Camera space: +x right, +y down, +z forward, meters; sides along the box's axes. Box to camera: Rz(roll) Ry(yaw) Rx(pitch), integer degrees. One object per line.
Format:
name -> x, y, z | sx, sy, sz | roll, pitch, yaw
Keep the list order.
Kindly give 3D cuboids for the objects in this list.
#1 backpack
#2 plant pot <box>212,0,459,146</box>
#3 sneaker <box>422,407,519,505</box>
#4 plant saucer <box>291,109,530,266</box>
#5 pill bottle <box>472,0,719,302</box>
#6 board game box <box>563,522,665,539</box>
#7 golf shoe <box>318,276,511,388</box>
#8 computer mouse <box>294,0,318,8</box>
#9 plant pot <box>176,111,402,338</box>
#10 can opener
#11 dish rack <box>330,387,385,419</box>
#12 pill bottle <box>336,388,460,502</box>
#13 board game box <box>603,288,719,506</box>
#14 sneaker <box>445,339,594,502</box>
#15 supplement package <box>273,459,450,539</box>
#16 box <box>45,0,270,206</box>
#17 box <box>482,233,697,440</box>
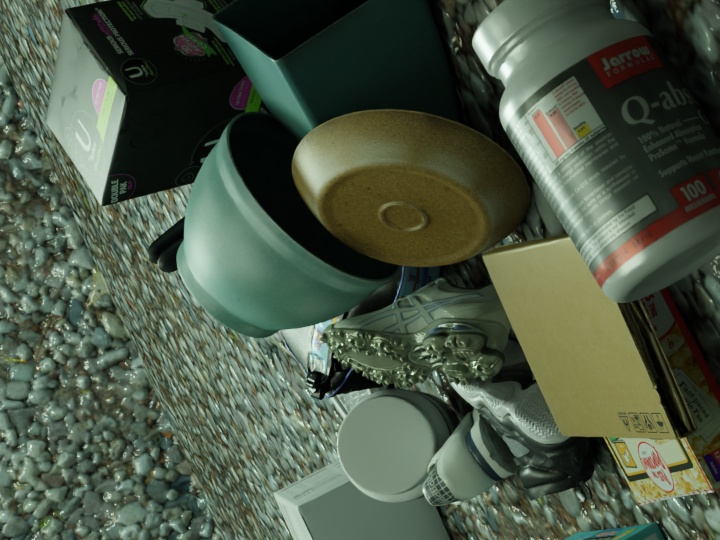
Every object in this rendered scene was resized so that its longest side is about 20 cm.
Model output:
backpack -> 0.000, 0.000, 1.800 | 0.183, 0.134, 0.200 | 53, 128, 31
plant pot -> -0.002, -0.156, 1.579 | 0.141, 0.141, 0.200 | 40, 162, 55
sneaker -> 0.103, 0.180, 1.764 | 0.076, 0.080, 0.200 | 51, -172, 7
plant saucer -> 0.039, -0.057, 1.519 | 0.200, 0.200, 0.035 | 90, -170, -56
pill bottle -> 0.161, -0.090, 1.195 | 0.200, 0.116, 0.116 | 60, 163, 13
board game box -> 0.246, 0.309, 1.659 | 0.151, 0.047, 0.200 | 63, 164, 4
golf shoe -> 0.057, 0.051, 1.680 | 0.200, 0.097, 0.078 | -1, 140, 37
computer mouse -> -0.056, -0.271, 1.621 | 0.053, 0.139, 0.200 | 25, 151, 38
plant pot -> -0.080, -0.025, 1.650 | 0.200, 0.134, 0.200 | 35, -153, -21
can opener -> -0.117, -0.065, 1.750 | 0.079, 0.200, 0.063 | 56, 173, -22
dish rack -> -0.022, 0.102, 2.181 | 0.200, 0.044, 0.172 | 55, 161, 28
pill bottle -> 0.040, 0.177, 1.864 | 0.114, 0.114, 0.200 | 61, -173, 9
board game box -> 0.212, 0.078, 1.416 | 0.200, 0.046, 0.152 | 63, 164, 3
sneaker -> 0.145, 0.140, 1.663 | 0.200, 0.075, 0.114 | 36, 149, 59
supplement package -> 0.016, 0.328, 2.204 | 0.200, 0.156, 0.111 | 67, 164, -9
box -> -0.173, -0.170, 1.723 | 0.124, 0.200, 0.149 | 54, 143, 29
box -> 0.167, 0.050, 1.386 | 0.164, 0.021, 0.200 | 66, 162, -4
